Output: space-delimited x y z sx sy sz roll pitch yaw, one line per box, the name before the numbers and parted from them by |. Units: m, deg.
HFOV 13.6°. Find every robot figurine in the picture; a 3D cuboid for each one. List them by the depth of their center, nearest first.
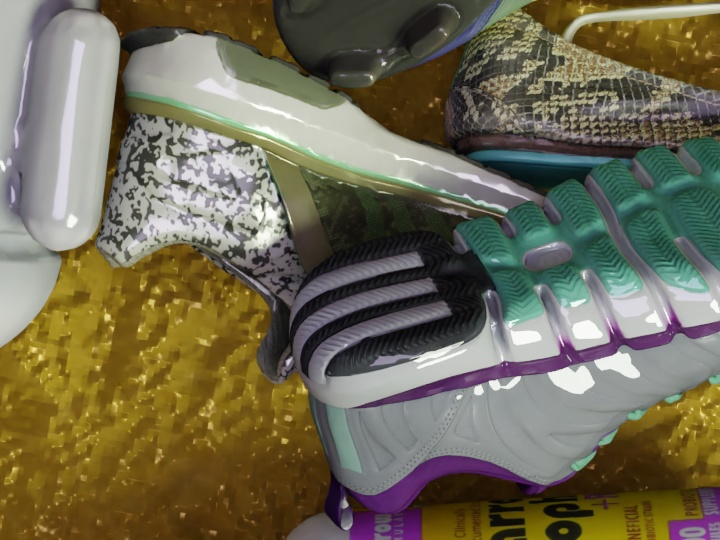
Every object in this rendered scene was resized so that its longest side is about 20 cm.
robot figurine | -0.142 -0.054 0.950 0.169 0.113 0.201 14 96 40

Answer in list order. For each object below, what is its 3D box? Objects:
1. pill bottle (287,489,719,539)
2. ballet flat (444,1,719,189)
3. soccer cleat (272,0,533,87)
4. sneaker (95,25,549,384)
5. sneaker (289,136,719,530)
pill bottle | 0.036 0.126 0.956 0.199 0.104 0.105 -4 94 1
ballet flat | 0.128 -0.048 0.973 0.199 0.068 0.076 14 79 3
soccer cleat | 0.063 -0.119 0.946 0.199 0.084 0.065 -20 113 15
sneaker | 0.000 0.000 0.952 0.199 0.077 0.089 25 84 -16
sneaker | 0.077 0.020 0.921 0.199 0.075 0.088 -12 130 -8
